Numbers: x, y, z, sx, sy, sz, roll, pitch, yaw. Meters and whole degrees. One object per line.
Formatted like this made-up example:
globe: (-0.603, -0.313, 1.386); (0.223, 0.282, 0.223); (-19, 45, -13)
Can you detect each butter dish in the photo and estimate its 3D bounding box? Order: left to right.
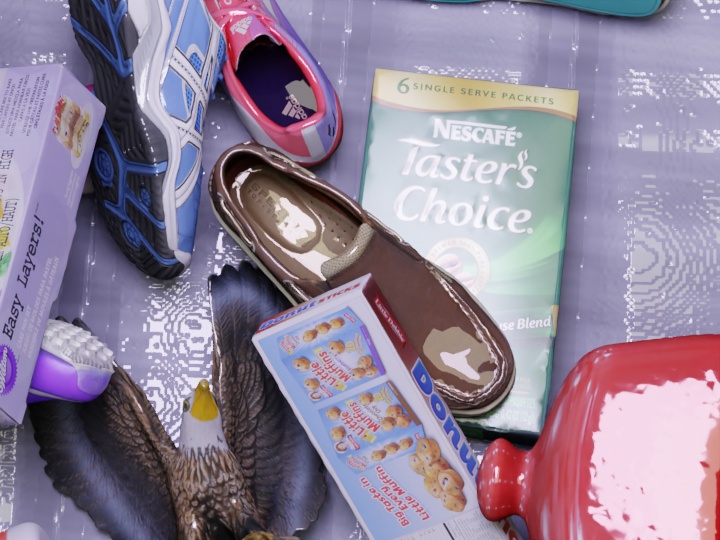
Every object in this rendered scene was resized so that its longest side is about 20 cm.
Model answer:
butter dish: (0.133, 0.116, 1.283); (0.147, 0.200, 0.201); (6, 78, 3)

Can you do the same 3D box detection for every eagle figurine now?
eagle figurine: (-0.087, 0.103, 1.335); (0.151, 0.200, 0.151); (21, 117, -29)

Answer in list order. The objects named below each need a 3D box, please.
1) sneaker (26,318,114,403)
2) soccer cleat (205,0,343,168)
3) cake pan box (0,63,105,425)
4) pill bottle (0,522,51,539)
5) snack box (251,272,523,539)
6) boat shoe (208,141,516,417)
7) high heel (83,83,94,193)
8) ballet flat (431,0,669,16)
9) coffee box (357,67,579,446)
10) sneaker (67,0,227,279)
sneaker: (-0.219, 0.065, 1.340); (0.199, 0.069, 0.100); (11, 87, 34)
soccer cleat: (-0.075, -0.145, 1.403); (0.067, 0.076, 0.200); (-32, 80, -7)
cake pan box: (-0.242, -0.009, 1.301); (0.183, 0.052, 0.201); (-1, 62, 27)
pill bottle: (-0.240, 0.221, 1.302); (0.199, 0.111, 0.112); (-24, 78, -2)
snack box: (0.022, 0.102, 1.318); (0.072, 0.024, 0.201); (-23, 105, 25)
boat shoe: (-0.004, 0.005, 1.327); (0.202, 0.075, 0.075); (36, 82, 11)
high heel: (-0.200, -0.076, 1.402); (0.199, 0.068, 0.096); (-31, 52, -19)
ballet flat: (0.084, -0.187, 1.426); (0.199, 0.069, 0.070); (10, 77, 0)
coffee box: (0.054, -0.009, 1.389); (0.122, 0.044, 0.201); (8, 77, 3)
sneaker: (-0.104, -0.093, 1.348); (0.077, 0.076, 0.201); (-16, 111, -36)
